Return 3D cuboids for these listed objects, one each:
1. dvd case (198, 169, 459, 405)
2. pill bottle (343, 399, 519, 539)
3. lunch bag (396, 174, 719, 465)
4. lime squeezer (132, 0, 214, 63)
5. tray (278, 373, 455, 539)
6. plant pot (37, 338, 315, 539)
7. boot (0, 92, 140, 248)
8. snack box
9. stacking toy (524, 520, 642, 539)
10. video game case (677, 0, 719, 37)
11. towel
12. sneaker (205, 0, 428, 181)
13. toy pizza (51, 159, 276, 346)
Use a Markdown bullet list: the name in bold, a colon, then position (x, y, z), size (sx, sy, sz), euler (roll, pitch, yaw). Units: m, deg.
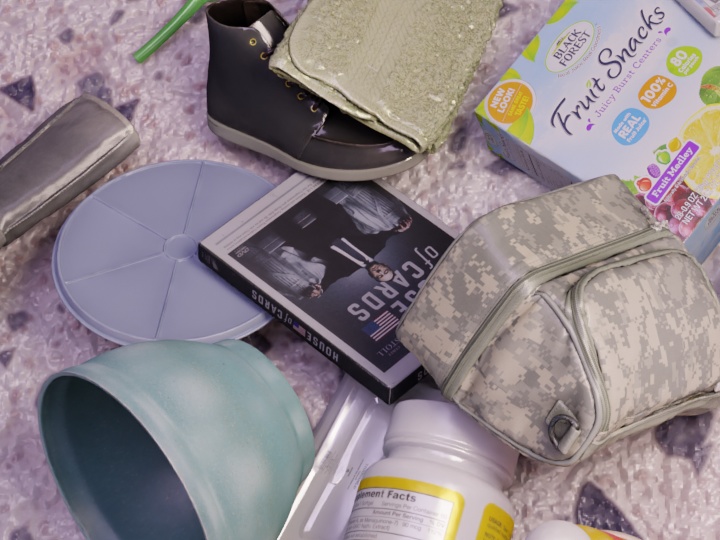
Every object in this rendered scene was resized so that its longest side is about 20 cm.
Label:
- **dvd case**: position (0.000, 0.000, 1.688), size (0.199, 0.025, 0.150), euler (36, 55, 27)
- **pill bottle**: position (0.043, 0.200, 1.567), size (0.113, 0.114, 0.202), euler (10, 69, 19)
- **lunch bag**: position (0.154, 0.043, 1.552), size (0.168, 0.199, 0.140), euler (51, 127, 20)
- **lime squeezer**: position (-0.124, -0.258, 1.862), size (0.070, 0.038, 0.201), euler (15, 72, 21)
- **tray**: position (0.000, 0.150, 1.653), size (0.107, 0.022, 0.201), euler (22, 74, 24)
- **plant pot**: position (-0.118, 0.131, 1.616), size (0.134, 0.201, 0.200), euler (-31, 58, -31)
- **boot**: position (-0.291, -0.067, 1.802), size (0.181, 0.073, 0.200), euler (22, 67, 42)
- **snack box**: position (0.214, -0.119, 1.689), size (0.199, 0.068, 0.169), euler (33, 77, 27)
- **stacking toy**: position (0.140, 0.217, 1.484), size (0.145, 0.200, 0.147), euler (-6, 65, 13)
- **video game case**: position (0.265, -0.267, 1.731), size (0.142, 0.018, 0.200), euler (-26, 54, -21)
- **towel**: position (0.027, -0.183, 1.728), size (0.148, 0.037, 0.201), euler (29, 49, -2)
- **sneaker**: position (-0.040, -0.139, 1.728), size (0.199, 0.107, 0.075), euler (15, 40, 27)
- **toy pizza**: position (-0.136, -0.008, 1.734), size (0.198, 0.032, 0.201), euler (-1, 47, 1)
